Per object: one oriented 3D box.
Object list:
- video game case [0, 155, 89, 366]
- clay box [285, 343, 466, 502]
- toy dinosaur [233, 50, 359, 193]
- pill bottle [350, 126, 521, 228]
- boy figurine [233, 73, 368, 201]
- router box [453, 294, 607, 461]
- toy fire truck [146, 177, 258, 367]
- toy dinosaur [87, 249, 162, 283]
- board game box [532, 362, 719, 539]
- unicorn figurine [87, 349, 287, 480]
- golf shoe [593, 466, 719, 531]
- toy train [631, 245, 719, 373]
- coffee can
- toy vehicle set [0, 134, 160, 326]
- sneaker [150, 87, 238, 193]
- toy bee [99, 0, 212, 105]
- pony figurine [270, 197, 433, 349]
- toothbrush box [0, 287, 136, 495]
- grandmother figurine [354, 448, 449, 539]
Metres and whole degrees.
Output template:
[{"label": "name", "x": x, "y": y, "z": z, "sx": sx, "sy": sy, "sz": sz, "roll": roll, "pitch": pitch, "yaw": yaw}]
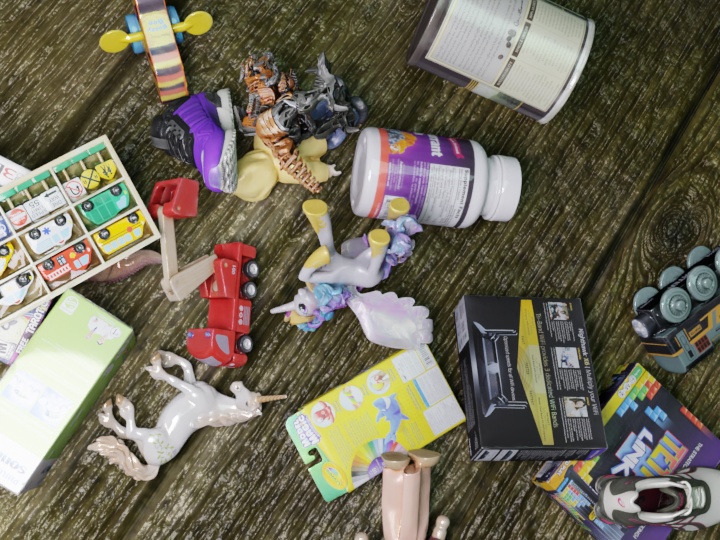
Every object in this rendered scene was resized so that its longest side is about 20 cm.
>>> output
[{"label": "video game case", "x": -0.404, "y": -0.023, "z": 0.970, "sx": 0.181, "sy": 0.036, "sz": 0.201, "roll": 28, "pitch": 84, "yaw": -18}, {"label": "clay box", "x": 0.015, "y": 0.180, "z": 1.105, "sx": 0.199, "sy": 0.048, "sz": 0.115, "roll": -28, "pitch": 88, "yaw": -15}, {"label": "toy dinosaur", "x": -0.078, "y": -0.179, "z": 1.080, "sx": 0.135, "sy": 0.102, "sz": 0.201, "roll": -23, "pitch": 84, "yaw": 7}, {"label": "pill bottle", "x": 0.094, "y": -0.113, "z": 1.143, "sx": 0.199, "sy": 0.111, "sz": 0.112, "roll": 6, "pitch": 79, "yaw": -11}, {"label": "boy figurine", "x": -0.079, "y": -0.153, "z": 1.138, "sx": 0.124, "sy": 0.064, "sz": 0.200, "roll": 45, "pitch": 76, "yaw": 6}, {"label": "router box", "x": 0.205, "y": 0.130, "z": 1.122, "sx": 0.156, "sy": 0.052, "sz": 0.201, "roll": 3, "pitch": 61, "yaw": -9}, {"label": "toy fire truck", "x": -0.184, "y": 0.006, "z": 1.055, "sx": 0.141, "sy": 0.049, "sz": 0.201, "roll": 17, "pitch": 73, "yaw": -50}, {"label": "toy dinosaur", "x": -0.325, "y": -0.026, "z": 1.056, "sx": 0.199, "sy": 0.086, "sz": 0.136, "roll": 28, "pitch": 77, "yaw": -13}, {"label": "board game box", "x": 0.342, "y": 0.246, "z": 1.159, "sx": 0.165, "sy": 0.057, "sz": 0.200, "roll": 42, "pitch": 75, "yaw": -1}, {"label": "unicorn figurine", "x": -0.205, "y": 0.160, "z": 1.058, "sx": 0.200, "sy": 0.074, "sz": 0.137, "roll": -44, "pitch": 100, "yaw": -2}, {"label": "golf shoe", "x": 0.381, "y": 0.277, "z": 1.089, "sx": 0.199, "sy": 0.088, "sz": 0.078, "roll": -2, "pitch": 79, "yaw": -14}, {"label": "toy train", "x": 0.448, "y": 0.046, "z": 1.209, "sx": 0.200, "sy": 0.085, "sz": 0.114, "roll": -34, "pitch": 100, "yaw": -17}, {"label": "coffee can", "x": 0.177, "y": -0.295, "z": 1.176, "sx": 0.199, "sy": 0.146, "sz": 0.147, "roll": 23, "pitch": 76, "yaw": -7}, {"label": "toy vehicle set", "x": -0.328, "y": -0.042, "z": 0.962, "sx": 0.200, "sy": 0.026, "sz": 0.125, "roll": -32, "pitch": 104, "yaw": -17}, {"label": "sneaker", "x": -0.196, "y": -0.149, "z": 1.072, "sx": 0.099, "sy": 0.200, "sz": 0.070, "roll": -3, "pitch": 124, "yaw": -9}, {"label": "toy bee", "x": -0.260, "y": -0.307, "z": 1.107, "sx": 0.131, "sy": 0.109, "sz": 0.200, "roll": -38, "pitch": 89, "yaw": -14}, {"label": "pony figurine", "x": 0.000, "y": 0.000, "z": 1.074, "sx": 0.192, "sy": 0.200, "sz": 0.167, "roll": -3, "pitch": 55, "yaw": -18}, {"label": "toothbrush box", "x": -0.334, "y": 0.132, "z": 0.990, "sx": 0.086, "sy": 0.146, "sz": 0.201, "roll": 32, "pitch": 76, "yaw": -5}, {"label": "grandmother figurine", "x": 0.051, "y": 0.315, "z": 1.064, "sx": 0.121, "sy": 0.061, "sz": 0.201, "roll": -2, "pitch": 94, "yaw": -12}]
